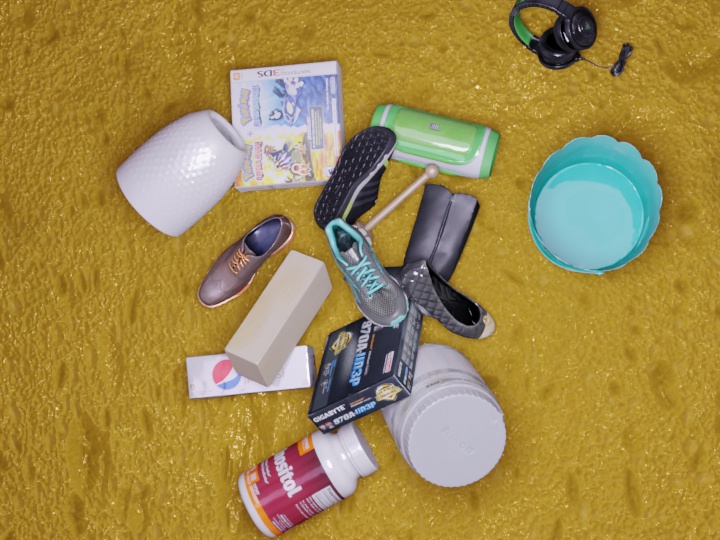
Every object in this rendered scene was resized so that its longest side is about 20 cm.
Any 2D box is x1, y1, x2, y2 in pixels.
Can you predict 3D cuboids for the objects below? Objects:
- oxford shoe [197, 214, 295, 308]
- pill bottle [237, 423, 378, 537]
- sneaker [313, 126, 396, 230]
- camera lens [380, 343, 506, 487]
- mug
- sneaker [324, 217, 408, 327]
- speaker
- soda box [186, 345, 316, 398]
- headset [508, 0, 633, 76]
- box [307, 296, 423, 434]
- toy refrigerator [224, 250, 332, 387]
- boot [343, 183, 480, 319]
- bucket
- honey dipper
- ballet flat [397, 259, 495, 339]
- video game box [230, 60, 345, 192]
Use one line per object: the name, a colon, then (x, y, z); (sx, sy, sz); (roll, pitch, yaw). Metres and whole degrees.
oxford shoe: (-0.193, -0.020, 1.745); (0.071, 0.073, 0.200); (44, 92, 9)
pill bottle: (-0.079, 0.319, 1.676); (0.200, 0.113, 0.113); (-30, 81, 3)
sneaker: (-0.001, -0.142, 1.716); (0.200, 0.083, 0.072); (-53, 57, 20)
camera lens: (0.118, 0.210, 1.604); (0.159, 0.200, 0.161); (-3, 108, -9)
mug: (-0.279, -0.180, 1.737); (0.175, 0.148, 0.200); (-39, 39, 14)
sneaker: (0.000, 0.000, 1.637); (0.078, 0.091, 0.200); (-37, 60, 4)
speaker: (0.116, -0.205, 1.717); (0.199, 0.088, 0.089); (15, 86, 9)
soda box: (-0.174, 0.163, 1.730); (0.199, 0.064, 0.068); (-6, 83, 8)
headset: (0.330, -0.371, 1.696); (0.200, 0.124, 0.094); (33, 70, -5)
box: (0.010, 0.140, 1.626); (0.159, 0.200, 0.046); (-27, 116, 25)
toy refrigerator: (-0.127, 0.073, 1.685); (0.070, 0.076, 0.200); (21, 63, 24)
boot: (0.082, -0.045, 1.713); (0.164, 0.066, 0.201); (20, 90, 1)
bucket: (0.351, -0.092, 1.648); (0.206, 0.135, 0.208); (-1, 83, 7)
honey dipper: (0.047, -0.101, 1.716); (0.200, 0.038, 0.038); (-42, 80, 16)
ballet flat: (0.140, 0.049, 1.654); (0.057, 0.200, 0.067); (-29, 41, 38)
video game box: (-0.118, -0.236, 1.772); (0.182, 0.047, 0.201); (-5, 84, 10)
